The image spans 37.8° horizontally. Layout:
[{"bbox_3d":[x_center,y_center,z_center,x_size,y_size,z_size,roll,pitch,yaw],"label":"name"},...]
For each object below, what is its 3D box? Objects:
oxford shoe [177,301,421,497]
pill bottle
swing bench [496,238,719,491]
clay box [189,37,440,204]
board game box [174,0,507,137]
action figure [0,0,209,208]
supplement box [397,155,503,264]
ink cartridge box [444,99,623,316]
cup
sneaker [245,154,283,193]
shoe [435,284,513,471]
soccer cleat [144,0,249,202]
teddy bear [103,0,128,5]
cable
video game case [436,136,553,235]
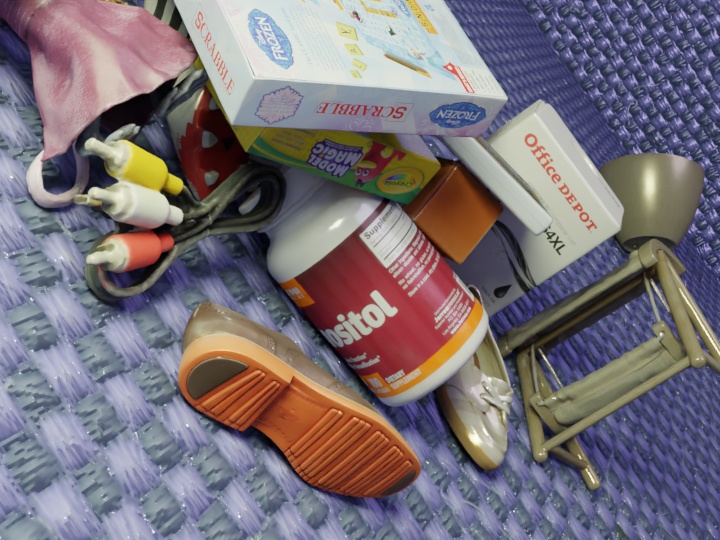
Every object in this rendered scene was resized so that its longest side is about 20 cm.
[{"bbox_3d":[-0.034,0.085,0.702,0.200,0.071,0.073,40,22,-30],"label":"oxford shoe"},{"bbox_3d":[0.000,0.000,0.828,0.200,0.113,0.113,49,23,-10],"label":"pill bottle"},{"bbox_3d":[0.263,0.087,1.103,0.130,0.199,0.201,32,31,-41],"label":"swing bench"},{"bbox_3d":[-0.040,-0.119,0.752,0.200,0.048,0.115,13,36,-47],"label":"clay box"},{"bbox_3d":[-0.027,-0.176,0.706,0.199,0.041,0.201,-2,52,-35],"label":"board game box"},{"bbox_3d":[-0.197,-0.165,0.665,0.200,0.149,0.134,45,19,-3],"label":"action figure"},{"bbox_3d":[0.039,-0.066,0.935,0.067,0.069,0.200,41,-5,-27],"label":"supplement box"},{"bbox_3d":[0.143,-0.054,1.065,0.146,0.200,0.084,52,23,-4],"label":"ink cartridge box"},{"bbox_3d":[0.543,-0.113,1.973,0.200,0.200,0.144,27,63,-47],"label":"cup"},{"bbox_3d":[-0.083,-0.120,0.871,0.200,0.082,0.078,44,25,-25],"label":"sneaker"},{"bbox_3d":[0.105,0.093,0.976,0.070,0.053,0.201,36,29,-37],"label":"shoe"},{"bbox_3d":[-0.130,-0.149,0.797,0.069,0.085,0.201,-25,115,-46],"label":"soccer cleat"},{"bbox_3d":[-0.238,-0.219,0.750,0.200,0.067,0.145,49,32,-29],"label":"teddy bear"},{"bbox_3d":[-0.107,-0.030,0.678,0.200,0.050,0.098,-2,96,-54],"label":"cable"},{"bbox_3d":[0.083,-0.120,0.911,0.200,0.022,0.182,45,11,-5],"label":"video game case"}]
